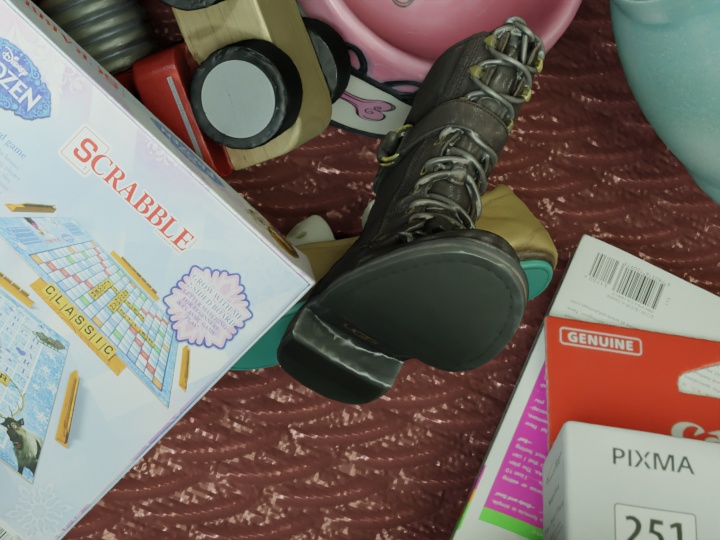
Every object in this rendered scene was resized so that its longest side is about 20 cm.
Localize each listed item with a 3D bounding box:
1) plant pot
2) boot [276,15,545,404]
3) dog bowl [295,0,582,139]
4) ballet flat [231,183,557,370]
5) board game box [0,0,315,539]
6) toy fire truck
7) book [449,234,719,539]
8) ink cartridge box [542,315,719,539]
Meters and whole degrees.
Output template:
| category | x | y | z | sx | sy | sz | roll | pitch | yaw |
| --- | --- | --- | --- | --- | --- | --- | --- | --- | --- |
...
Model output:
| category | x | y | z | sx | sy | sz | roll | pitch | yaw |
| --- | --- | --- | --- | --- | --- | --- | --- | --- | --- |
| plant pot | 0.197 | -0.144 | 1.358 | 0.134 | 0.200 | 0.201 | 36 | 70 | -33 |
| boot | 0.037 | -0.039 | 1.225 | 0.069 | 0.200 | 0.175 | 33 | 66 | -16 |
| dog bowl | 0.027 | -0.168 | 1.359 | 0.199 | 0.074 | 0.202 | 3 | 84 | -27 |
| ballet flat | 0.000 | 0.000 | 1.344 | 0.199 | 0.069 | 0.063 | -11 | 62 | -30 |
| board game box | -0.158 | 0.005 | 1.214 | 0.199 | 0.041 | 0.200 | -44 | 107 | 8 |
| toy fire truck | -0.131 | -0.112 | 1.265 | 0.177 | 0.199 | 0.129 | 69 | 22 | -7 |
| book | 0.132 | 0.089 | 1.354 | 0.133 | 0.048 | 0.201 | 26 | 56 | 2 |
| ink cartridge box | 0.185 | 0.097 | 1.314 | 0.199 | 0.044 | 0.174 | 9 | 55 | -9 |
